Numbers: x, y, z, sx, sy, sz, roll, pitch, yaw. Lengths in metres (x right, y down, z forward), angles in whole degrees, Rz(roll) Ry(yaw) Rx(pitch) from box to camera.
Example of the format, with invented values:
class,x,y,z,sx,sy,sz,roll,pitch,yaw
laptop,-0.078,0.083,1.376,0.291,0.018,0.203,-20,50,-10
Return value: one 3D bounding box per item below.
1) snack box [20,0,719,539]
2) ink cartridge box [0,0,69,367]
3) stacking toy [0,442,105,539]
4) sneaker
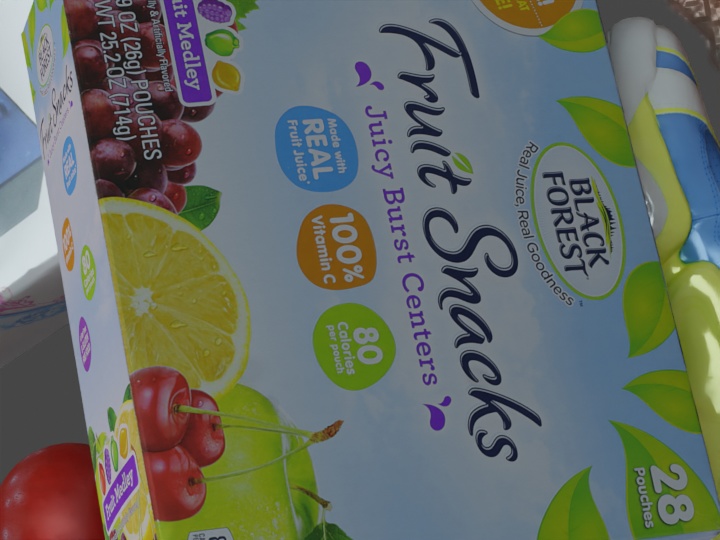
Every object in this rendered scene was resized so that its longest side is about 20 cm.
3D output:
class,x,y,z,sx,sy,sz,roll,pitch,yaw
snack box,0.000,0.000,0.845,0.168,0.068,0.200,-4,70,-19
ink cartridge box,-0.133,-0.052,0.962,0.200,0.087,0.145,-33,81,11
stacking toy,-0.027,0.082,0.937,0.200,0.085,0.086,1,87,21
sneaker,0.128,0.016,0.911,0.105,0.076,0.200,-6,85,-5
